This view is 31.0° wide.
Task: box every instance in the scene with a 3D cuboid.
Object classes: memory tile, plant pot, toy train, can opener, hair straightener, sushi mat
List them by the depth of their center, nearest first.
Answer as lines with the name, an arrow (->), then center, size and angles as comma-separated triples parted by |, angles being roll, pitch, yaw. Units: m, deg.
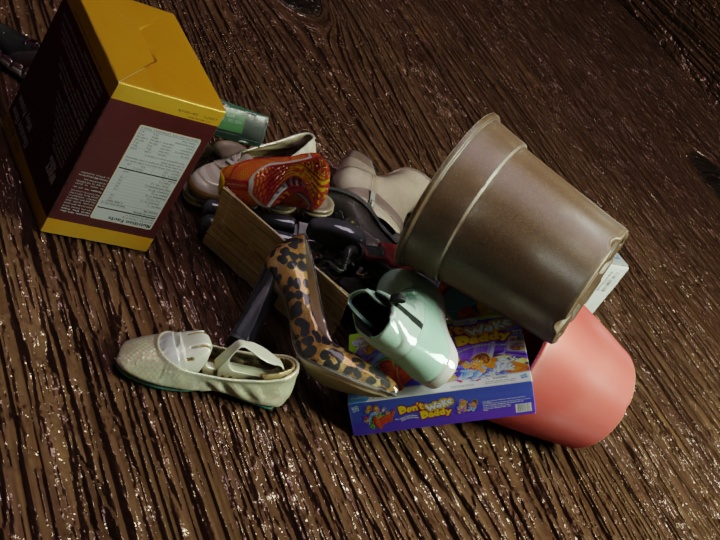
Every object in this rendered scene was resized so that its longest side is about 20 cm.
plant pot -> 0.173, -0.036, 1.424 | 0.198, 0.201, 0.200 | 34, 25, 13
sushi mat -> -0.097, -0.002, 1.486 | 0.200, 0.096, 0.012 | 41, 42, 11
hair straightener -> 0.000, 0.000, 1.522 | 0.041, 0.077, 0.200 | 62, 19, 9
can opener -> -0.093, -0.051, 1.559 | 0.198, 0.067, 0.053 | 10, 43, -7
toy train -> 0.135, -0.006, 1.572 | 0.201, 0.149, 0.056 | -61, 141, -28
plant pot -> 0.226, 0.117, 1.586 | 0.177, 0.200, 0.201 | 33, 24, -28
memory tile -> -0.138, -0.119, 1.665 | 0.198, 0.017, 0.154 | 4, 36, -20

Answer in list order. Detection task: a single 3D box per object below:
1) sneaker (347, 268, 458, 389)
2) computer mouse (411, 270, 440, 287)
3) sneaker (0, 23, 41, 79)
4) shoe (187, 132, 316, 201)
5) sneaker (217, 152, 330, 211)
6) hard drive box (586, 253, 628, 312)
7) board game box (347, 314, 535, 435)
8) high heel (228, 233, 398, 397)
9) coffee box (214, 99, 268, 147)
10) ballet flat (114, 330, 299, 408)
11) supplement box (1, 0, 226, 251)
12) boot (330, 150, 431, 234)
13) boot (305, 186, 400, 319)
sneaker -> 0.034, 0.033, 1.410 | 0.118, 0.074, 0.201 | 38, 14, -29
computer mouse -> 0.075, 0.029, 1.636 | 0.052, 0.139, 0.201 | 13, 40, 5
sneaker -> -0.360, -0.271, 1.597 | 0.199, 0.116, 0.076 | 36, 26, 1
shoe -> -0.132, -0.133, 1.623 | 0.199, 0.054, 0.070 | -19, 48, -43
sneaker -> -0.099, -0.112, 1.568 | 0.077, 0.074, 0.199 | 12, 6, 28
hard drive box -> 0.250, 0.018, 1.794 | 0.199, 0.156, 0.077 | 8, 36, -44
board game box -> 0.086, 0.113, 1.435 | 0.198, 0.045, 0.135 | -8, 31, 4
high heel -> -0.028, 0.046, 1.393 | 0.199, 0.143, 0.072 | 23, -18, 15
coffee box -> -0.218, -0.208, 1.654 | 0.122, 0.044, 0.200 | 12, 9, -36
ballet flat -> -0.150, 0.088, 1.306 | 0.199, 0.063, 0.068 | 15, 32, -35
supplement box -> -0.276, -0.167, 1.424 | 0.132, 0.201, 0.198 | 12, 34, -38
boot -> 0.042, -0.090, 1.842 | 0.199, 0.070, 0.147 | 24, 35, -20
boot -> -0.028, -0.022, 1.639 | 0.199, 0.070, 0.174 | 35, 33, 15
